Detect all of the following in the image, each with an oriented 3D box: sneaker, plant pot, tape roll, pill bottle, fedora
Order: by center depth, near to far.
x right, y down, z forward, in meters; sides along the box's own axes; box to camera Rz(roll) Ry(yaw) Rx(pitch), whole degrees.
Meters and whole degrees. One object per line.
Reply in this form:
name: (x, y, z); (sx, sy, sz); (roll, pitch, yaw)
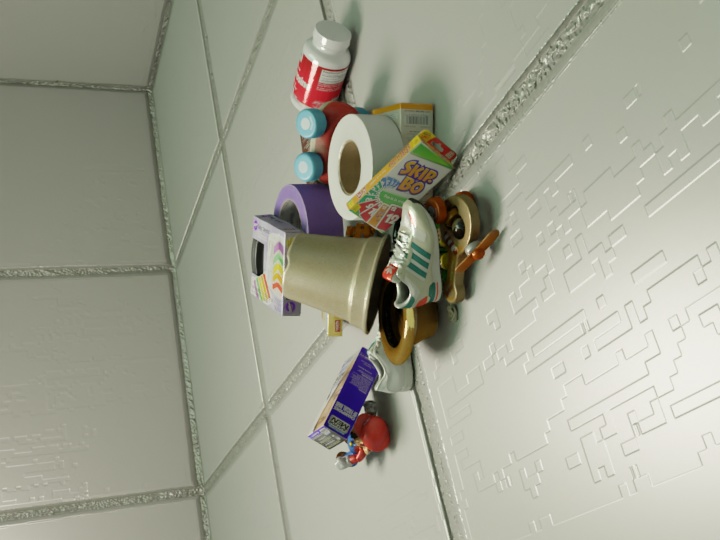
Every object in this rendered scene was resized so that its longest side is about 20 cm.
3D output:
sneaker: (0.083, -0.022, 1.463); (0.070, 0.093, 0.201); (38, 143, 55)
fedora: (0.094, 0.084, 1.616); (0.201, 0.081, 0.202); (-179, 90, -74)
tape roll: (0.008, -0.196, 1.621); (0.202, 0.071, 0.203); (13, 105, 63)
plant pot: (-0.051, 0.008, 1.681); (0.200, 0.183, 0.201); (13, -90, -82)
sneaker: (0.051, 0.145, 1.710); (0.075, 0.088, 0.201); (147, 119, -64)
tape roll: (-0.116, -0.088, 1.848); (0.200, 0.085, 0.201); (11, 102, 62)
pill bottle: (-0.087, -0.464, 1.955); (0.200, 0.112, 0.113); (112, 147, -43)

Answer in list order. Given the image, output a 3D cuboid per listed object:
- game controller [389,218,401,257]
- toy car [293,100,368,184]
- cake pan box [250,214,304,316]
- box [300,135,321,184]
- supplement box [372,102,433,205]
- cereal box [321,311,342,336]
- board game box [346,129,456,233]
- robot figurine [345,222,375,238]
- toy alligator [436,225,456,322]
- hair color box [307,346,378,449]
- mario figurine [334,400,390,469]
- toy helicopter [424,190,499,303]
game controller: (0.086, -0.057, 1.622); (0.200, 0.042, 0.105); (162, 119, -85)
toy car: (-0.005, -0.255, 1.771); (0.199, 0.184, 0.178); (15, 108, 36)
cake pan box: (-0.182, -0.016, 1.843); (0.200, 0.052, 0.185); (30, 118, 59)
box: (-0.073, -0.241, 1.953); (0.075, 0.100, 0.201); (145, 119, -61)
supplement box: (0.080, -0.214, 1.635); (0.126, 0.073, 0.201); (-170, 79, -65)
cereal box: (-0.066, 0.063, 1.966); (0.200, 0.039, 0.145); (-130, 41, -79)
board game box: (0.076, -0.157, 1.519); (0.200, 0.095, 0.030); (-44, 40, 18)
robot figurine: (0.000, 0.000, 1.841); (0.145, 0.058, 0.201); (176, 92, -76)
toy alligator: (0.138, -0.004, 1.544); (0.059, 0.054, 0.201); (154, 112, -65)
hair color box: (-0.031, 0.272, 1.812); (0.200, 0.065, 0.109); (-64, 9, -30)
mario figurine: (-0.010, 0.357, 1.845); (0.200, 0.106, 0.124); (124, 135, -57)
toy helicopter: (0.174, -0.031, 1.458); (0.132, 0.079, 0.201); (37, 132, 50)
